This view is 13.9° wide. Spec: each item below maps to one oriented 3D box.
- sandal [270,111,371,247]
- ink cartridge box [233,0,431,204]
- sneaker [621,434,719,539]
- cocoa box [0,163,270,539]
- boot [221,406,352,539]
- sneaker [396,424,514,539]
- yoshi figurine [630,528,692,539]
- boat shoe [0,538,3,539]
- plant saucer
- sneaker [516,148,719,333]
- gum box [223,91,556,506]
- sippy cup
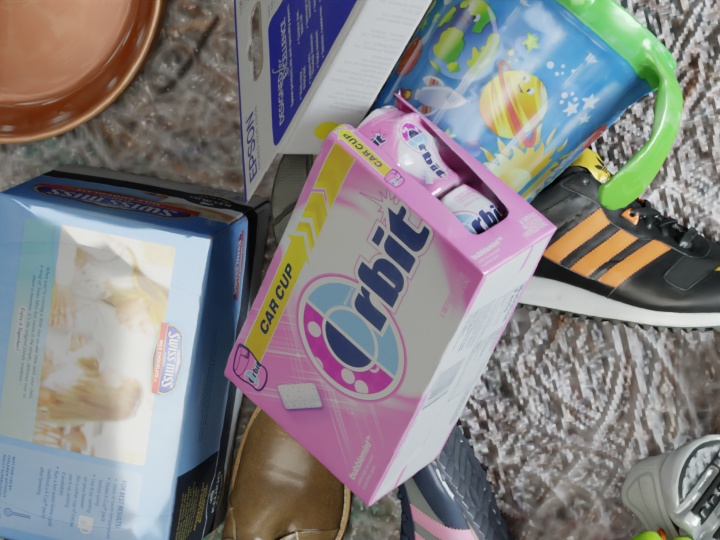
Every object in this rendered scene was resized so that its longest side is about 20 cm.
[{"bbox_3d":[-0.001,0.001,1.691,0.079,0.057,0.202,-8,112,9],"label":"sandal"},{"bbox_3d":[-0.012,-0.166,1.577,0.047,0.198,0.200,11,139,-18],"label":"ink cartridge box"},{"bbox_3d":[0.221,0.177,1.662,0.200,0.075,0.081,55,149,-14],"label":"sneaker"},{"bbox_3d":[-0.141,0.053,1.690,0.133,0.131,0.201,11,102,11],"label":"cocoa box"},{"bbox_3d":[-0.055,0.164,1.718,0.073,0.075,0.201,16,102,12],"label":"boot"},{"bbox_3d":[0.041,0.156,1.685,0.082,0.070,0.201,-22,102,17],"label":"sneaker"},{"bbox_3d":[0.150,0.236,1.629,0.112,0.112,0.201,49,147,38],"label":"yoshi figurine"},{"bbox_3d":[-0.290,0.122,1.779,0.070,0.071,0.200,-32,95,44],"label":"boat shoe"},{"bbox_3d":[-0.206,-0.175,1.719,0.199,0.032,0.201,2,99,14],"label":"plant saucer"},{"bbox_3d":[0.140,-0.021,1.641,0.199,0.070,0.090,7,104,14],"label":"sneaker"},{"bbox_3d":[0.014,0.014,1.560,0.113,0.066,0.200,41,134,17],"label":"gum box"},{"bbox_3d":[0.080,-0.103,1.594,0.140,0.178,0.130,37,92,-25],"label":"sippy cup"}]
